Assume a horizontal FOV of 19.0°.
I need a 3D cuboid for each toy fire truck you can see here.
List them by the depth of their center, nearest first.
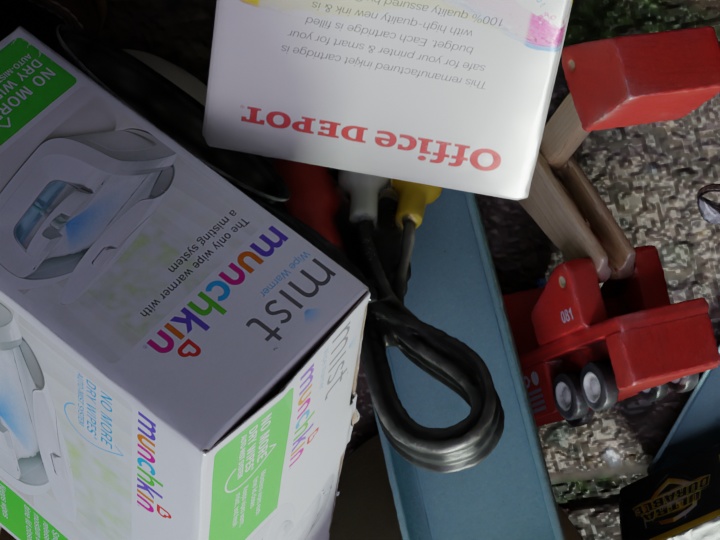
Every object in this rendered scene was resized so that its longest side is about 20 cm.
[{"bbox_3d":[0.094,-0.011,0.907,0.048,0.142,0.200,-10,171,-25],"label":"toy fire truck"}]

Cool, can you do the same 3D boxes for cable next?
[{"bbox_3d":[0.000,0.000,0.859,0.096,0.201,0.051,-12,129,2],"label":"cable"}]

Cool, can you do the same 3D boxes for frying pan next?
[{"bbox_3d":[-0.051,-0.035,0.848,0.190,0.115,0.031,41,100,19],"label":"frying pan"}]

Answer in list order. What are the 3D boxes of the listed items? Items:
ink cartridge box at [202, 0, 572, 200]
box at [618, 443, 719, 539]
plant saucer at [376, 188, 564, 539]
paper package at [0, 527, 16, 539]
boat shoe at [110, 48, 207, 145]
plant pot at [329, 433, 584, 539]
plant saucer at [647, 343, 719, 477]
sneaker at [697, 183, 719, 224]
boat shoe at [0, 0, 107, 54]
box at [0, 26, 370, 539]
[{"bbox_3d":[0.017,-0.131,0.804,0.128,0.126,0.201,11,130,0],"label":"ink cartridge box"},{"bbox_3d":[0.245,0.127,1.010,0.199,0.049,0.160,-26,123,21],"label":"box"},{"bbox_3d":[0.037,0.044,0.902,0.070,0.201,0.019,-26,152,25],"label":"plant saucer"},{"bbox_3d":[-0.089,0.199,1.039,0.200,0.191,0.103,35,128,-20],"label":"paper package"},{"bbox_3d":[-0.071,0.004,0.944,0.074,0.093,0.200,-19,123,22],"label":"boat shoe"},{"bbox_3d":[0.045,0.171,0.981,0.186,0.201,0.188,-6,134,-6],"label":"plant pot"},{"bbox_3d":[0.199,0.032,0.976,0.070,0.019,0.201,18,127,-6],"label":"plant saucer"},{"bbox_3d":[0.236,-0.019,0.878,0.199,0.076,0.114,28,108,-7],"label":"sneaker"},{"bbox_3d":[-0.207,-0.116,0.885,0.199,0.071,0.071,15,130,-5],"label":"boat shoe"},{"bbox_3d":[-0.095,0.038,0.831,0.176,0.097,0.200,37,150,17],"label":"box"}]
